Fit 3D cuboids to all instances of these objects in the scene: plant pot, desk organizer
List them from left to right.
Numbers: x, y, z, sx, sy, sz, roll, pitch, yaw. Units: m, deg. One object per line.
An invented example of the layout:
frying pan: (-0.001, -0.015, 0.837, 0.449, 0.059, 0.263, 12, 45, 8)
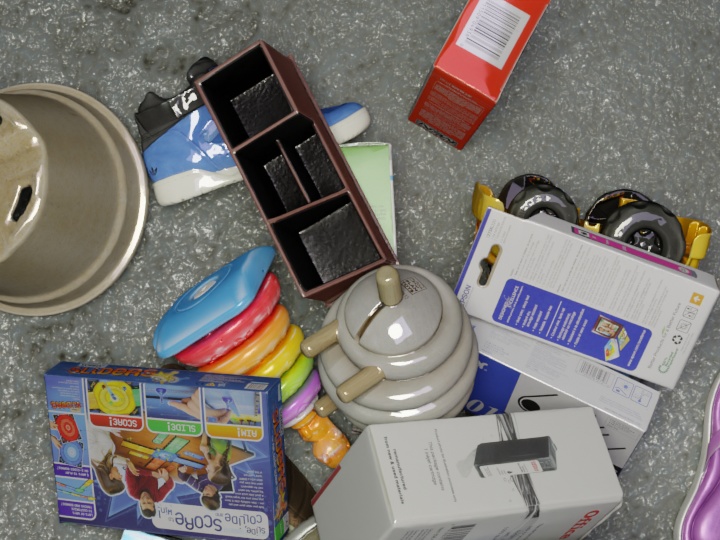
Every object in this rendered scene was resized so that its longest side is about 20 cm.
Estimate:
plant pot: (-0.289, -0.066, 1.205, 0.198, 0.183, 0.203, 0, 87, 6)
desk organizer: (-0.051, -0.077, 1.194, 0.071, 0.077, 0.201, -30, 79, 11)

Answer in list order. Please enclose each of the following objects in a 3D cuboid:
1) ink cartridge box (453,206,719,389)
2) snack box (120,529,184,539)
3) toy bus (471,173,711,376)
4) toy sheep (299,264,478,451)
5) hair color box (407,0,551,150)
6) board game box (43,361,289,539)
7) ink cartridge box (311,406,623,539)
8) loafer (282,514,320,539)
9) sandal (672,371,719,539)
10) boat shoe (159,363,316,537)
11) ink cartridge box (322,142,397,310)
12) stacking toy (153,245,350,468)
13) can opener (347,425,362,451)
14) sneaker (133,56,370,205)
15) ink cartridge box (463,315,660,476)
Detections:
ink cartridge box: (0.178, 0.018, 1.203, 0.198, 0.037, 0.095, 19, 114, -4)
snack box: (-0.121, 0.300, 1.272, 0.198, 0.037, 0.117, 17, 85, -3)
toy bus: (0.181, 0.022, 1.285, 0.198, 0.136, 0.194, 11, 100, -1)
toy sheep: (0.026, 0.064, 1.147, 0.136, 0.201, 0.139, -1, 58, 2)
hair color box: (0.096, -0.174, 1.249, 0.061, 0.200, 0.102, 29, 84, -1)
board game box: (-0.159, 0.149, 1.228, 0.198, 0.034, 0.137, 4, 108, 17)
ink cartridge box: (0.081, 0.178, 1.163, 0.198, 0.145, 0.084, -1, 59, -24)
loafer: (-0.054, 0.287, 1.216, 0.069, 0.075, 0.201, 32, 93, 28)
sandal: (0.335, 0.167, 1.310, 0.082, 0.050, 0.205, 18, 84, -2)
boat shoe: (-0.116, 0.171, 1.278, 0.200, 0.072, 0.076, 45, 109, 0)
ink cartridge box: (0.000, 0.000, 1.275, 0.059, 0.104, 0.203, -3, 85, -3)
stacking toy: (-0.073, 0.091, 1.274, 0.109, 0.116, 0.201, -31, 107, 22)
can opener: (0.085, 0.159, 1.293, 0.197, 0.053, 0.067, 5, 86, -6)
sneaker: (-0.097, -0.138, 1.294, 0.198, 0.077, 0.112, -18, 96, 1)
ink cartridge box: (0.141, 0.097, 1.250, 0.198, 0.094, 0.044, 26, 56, 8)
